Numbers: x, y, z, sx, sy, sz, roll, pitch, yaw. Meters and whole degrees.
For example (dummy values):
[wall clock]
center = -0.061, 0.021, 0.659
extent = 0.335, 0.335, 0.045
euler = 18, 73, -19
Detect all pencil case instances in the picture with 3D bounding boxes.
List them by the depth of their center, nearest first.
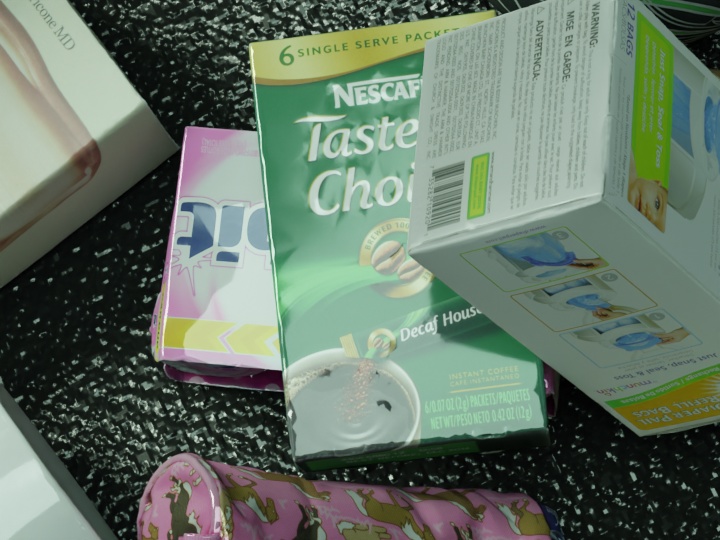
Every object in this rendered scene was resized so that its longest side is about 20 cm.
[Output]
[pencil case]
center = -0.005, 0.131, 1.336
extent = 0.199, 0.086, 0.083
euler = 10, 58, -29

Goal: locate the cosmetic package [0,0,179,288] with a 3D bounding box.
[cosmetic package]
center = -0.200, -0.046, 1.442
extent = 0.200, 0.087, 0.104
euler = -39, 76, -2

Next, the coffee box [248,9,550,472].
[coffee box]
center = 0.017, -0.014, 1.363
extent = 0.122, 0.044, 0.202
euler = -6, 76, 4

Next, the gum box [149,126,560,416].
[gum box]
center = 0.000, 0.000, 1.419
extent = 0.198, 0.066, 0.114
euler = 5, 78, 7

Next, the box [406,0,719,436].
[box]
center = 0.119, -0.022, 1.314
extent = 0.101, 0.200, 0.113
euler = -15, 54, 33

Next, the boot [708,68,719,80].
[boot]
center = 0.174, -0.065, 1.395
extent = 0.199, 0.075, 0.074
euler = 4, 77, 16

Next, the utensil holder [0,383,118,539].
[utensil holder]
center = -0.211, 0.160, 1.363
extent = 0.200, 0.170, 0.170
euler = -36, 77, -4

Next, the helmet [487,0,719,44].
[helmet]
center = 0.124, -0.194, 1.378
extent = 0.199, 0.200, 0.192
euler = -10, 65, 4
